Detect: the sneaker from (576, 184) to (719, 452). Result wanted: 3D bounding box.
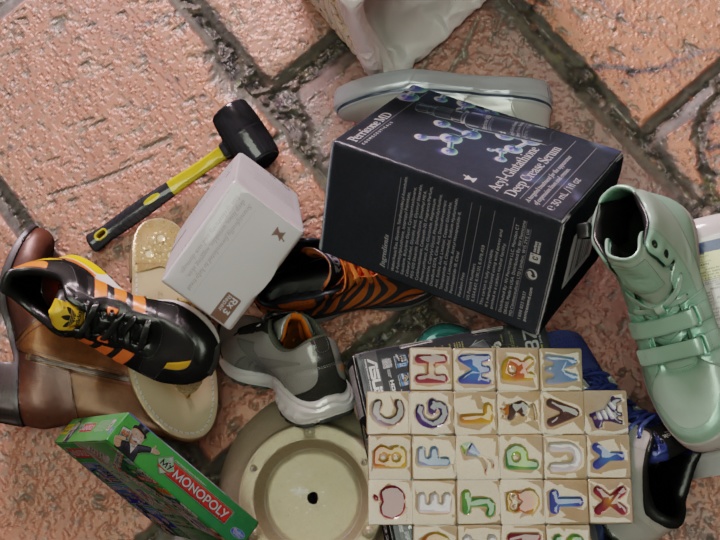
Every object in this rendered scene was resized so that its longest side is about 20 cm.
[{"bbox_3d":[0.216,0.033,0.924,0.074,0.118,0.201,-22,67,32],"label":"sneaker"}]

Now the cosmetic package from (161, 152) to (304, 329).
[{"bbox_3d":[-0.105,-0.031,1.047,0.074,0.200,0.102,36,96,-9],"label":"cosmetic package"}]

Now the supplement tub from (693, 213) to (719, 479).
[{"bbox_3d":[0.308,0.061,1.031,0.144,0.145,0.201,-12,80,4],"label":"supplement tub"}]

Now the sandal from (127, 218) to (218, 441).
[{"bbox_3d":[-0.166,0.039,1.095,0.077,0.070,0.212,-3,63,-19],"label":"sandal"}]

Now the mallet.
[{"bbox_3d":[-0.175,-0.089,1.167,0.200,0.041,0.066,-27,78,5],"label":"mallet"}]

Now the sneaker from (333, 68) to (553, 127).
[{"bbox_3d":[0.074,-0.137,1.126,0.199,0.073,0.071,1,76,6],"label":"sneaker"}]

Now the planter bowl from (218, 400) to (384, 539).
[{"bbox_3d":[-0.033,0.192,1.052,0.199,0.135,0.201,-1,81,7],"label":"planter bowl"}]

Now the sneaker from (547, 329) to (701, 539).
[{"bbox_3d":[0.214,0.130,1.004,0.080,0.115,0.200,0,61,-35],"label":"sneaker"}]

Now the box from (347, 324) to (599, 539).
[{"bbox_3d":[0.088,0.149,0.976,0.161,0.049,0.201,-11,78,-9],"label":"box"}]

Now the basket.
[{"bbox_3d":[0.029,-0.303,1.099,0.200,0.198,0.161,-42,75,-1],"label":"basket"}]

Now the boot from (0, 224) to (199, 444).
[{"bbox_3d":[-0.228,0.056,1.133,0.199,0.069,0.189,4,68,1],"label":"boot"}]

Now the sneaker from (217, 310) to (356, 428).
[{"bbox_3d":[-0.066,0.064,1.061,0.074,0.200,0.080,-15,109,-27],"label":"sneaker"}]

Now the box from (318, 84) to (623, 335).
[{"bbox_3d":[0.091,-0.056,1.024,0.199,0.148,0.107,20,124,20],"label":"box"}]

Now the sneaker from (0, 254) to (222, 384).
[{"bbox_3d":[-0.212,0.045,1.037,0.200,0.090,0.070,24,103,26],"label":"sneaker"}]

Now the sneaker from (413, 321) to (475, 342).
[{"bbox_3d":[0.123,0.122,1.074,0.077,0.080,0.200,-41,78,-2],"label":"sneaker"}]

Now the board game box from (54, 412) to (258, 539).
[{"bbox_3d":[-0.172,0.171,1.019,0.135,0.200,0.029,44,68,-13],"label":"board game box"}]

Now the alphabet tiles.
[{"bbox_3d":[0.104,0.141,0.942,0.199,0.006,0.167,0,78,0],"label":"alphabet tiles"}]

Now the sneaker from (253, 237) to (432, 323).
[{"bbox_3d":[0.000,0.000,1.091,0.199,0.112,0.078,-21,79,2],"label":"sneaker"}]
